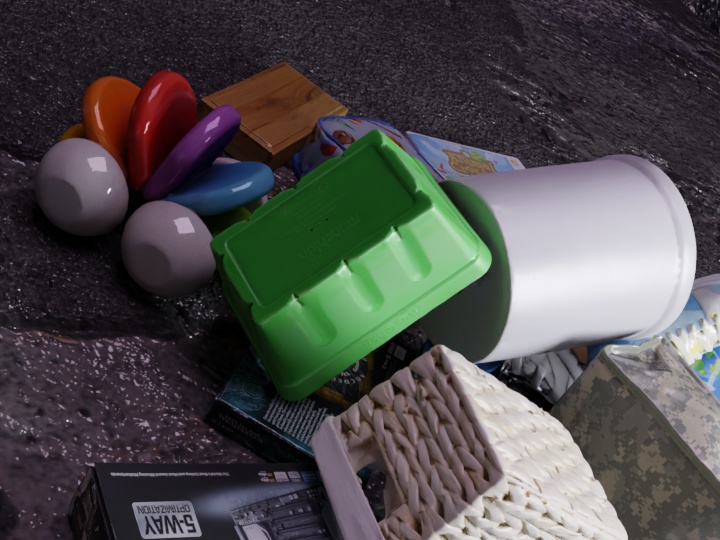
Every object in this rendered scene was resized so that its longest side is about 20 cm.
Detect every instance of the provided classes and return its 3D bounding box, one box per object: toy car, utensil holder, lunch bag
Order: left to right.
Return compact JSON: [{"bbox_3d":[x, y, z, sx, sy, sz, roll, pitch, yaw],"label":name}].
[{"bbox_3d":[-0.159,-0.088,0.937,0.200,0.150,0.175,36,30,3],"label":"toy car"},{"bbox_3d":[0.037,-0.068,1.095,0.160,0.076,0.200,-1,46,-53],"label":"lunch bag"},{"bbox_3d":[0.162,-0.010,0.970,0.199,0.170,0.170,-8,49,-29],"label":"utensil holder"},{"bbox_3d":[0.248,0.182,0.930,0.117,0.164,0.200,-4,47,-44],"label":"lunch bag"}]

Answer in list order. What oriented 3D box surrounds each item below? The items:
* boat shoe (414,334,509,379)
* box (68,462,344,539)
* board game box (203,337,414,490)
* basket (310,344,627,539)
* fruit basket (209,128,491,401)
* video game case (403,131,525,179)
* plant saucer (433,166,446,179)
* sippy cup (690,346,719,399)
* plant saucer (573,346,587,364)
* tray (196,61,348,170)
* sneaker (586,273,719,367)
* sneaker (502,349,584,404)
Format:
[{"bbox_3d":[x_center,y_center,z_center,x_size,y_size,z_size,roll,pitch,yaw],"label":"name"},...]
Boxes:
[{"bbox_3d":[0.068,0.105,0.970,0.084,0.069,0.200,29,33,18],"label":"boat shoe"},{"bbox_3d":[-0.073,0.201,0.711,0.199,0.050,0.158,8,39,-37],"label":"box"},{"bbox_3d":[-0.035,0.093,0.918,0.135,0.028,0.200,31,31,-3],"label":"board game box"},{"bbox_3d":[0.082,0.160,0.788,0.200,0.123,0.136,33,23,-43],"label":"basket"},{"bbox_3d":[-0.007,0.002,0.903,0.215,0.216,0.156,1,44,-43],"label":"fruit basket"},{"bbox_3d":[0.164,-0.098,1.376,0.199,0.022,0.182,8,37,-36],"label":"video game case"},{"bbox_3d":[0.028,-0.083,1.217,0.200,0.039,0.201,23,32,-16],"label":"plant saucer"},{"bbox_3d":[0.330,0.134,1.122,0.130,0.177,0.140,-48,124,-49],"label":"sippy cup"},{"bbox_3d":[0.254,0.032,1.273,0.200,0.035,0.201,24,32,-16],"label":"plant saucer"},{"bbox_3d":[-0.097,-0.173,1.228,0.099,0.037,0.200,37,30,5],"label":"tray"},{"bbox_3d":[0.308,0.075,1.045,0.080,0.199,0.131,62,29,-30],"label":"sneaker"},{"bbox_3d":[0.164,0.084,1.092,0.200,0.082,0.075,55,8,3],"label":"sneaker"}]
